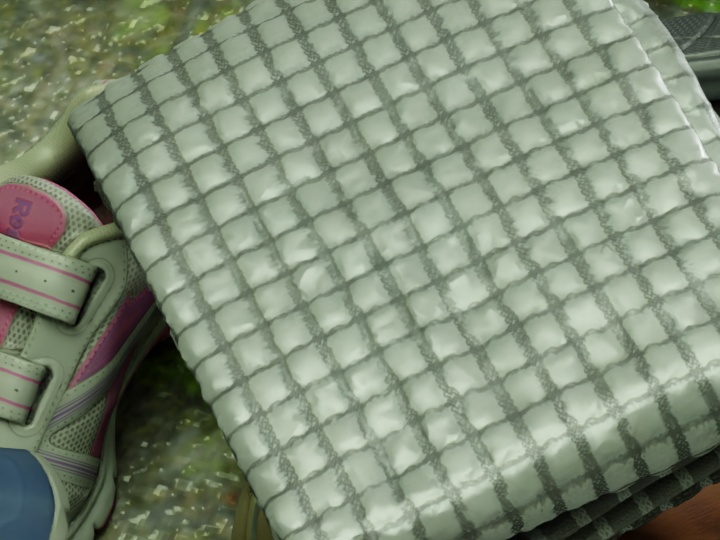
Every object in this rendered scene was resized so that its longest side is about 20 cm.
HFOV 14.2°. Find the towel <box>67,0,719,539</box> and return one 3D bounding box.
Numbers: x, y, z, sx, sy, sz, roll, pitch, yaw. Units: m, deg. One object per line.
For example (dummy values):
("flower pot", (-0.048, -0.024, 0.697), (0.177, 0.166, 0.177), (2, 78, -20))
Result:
("towel", (0.028, 0.000, 0.814), (0.165, 0.086, 0.200), (-27, 56, -5))

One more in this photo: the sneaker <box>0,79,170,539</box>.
("sneaker", (-0.106, 0.016, 0.905), (0.081, 0.088, 0.200), (13, 57, 22))

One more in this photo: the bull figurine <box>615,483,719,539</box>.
("bull figurine", (0.114, 0.097, 0.803), (0.200, 0.065, 0.122), (-11, 51, 18))

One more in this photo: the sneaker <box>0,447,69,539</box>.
("sneaker", (-0.190, 0.091, 0.806), (0.199, 0.115, 0.081), (-38, 40, 19))

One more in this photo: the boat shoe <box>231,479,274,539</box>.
("boat shoe", (0.000, 0.002, 0.906), (0.063, 0.073, 0.201), (1, 60, 7))

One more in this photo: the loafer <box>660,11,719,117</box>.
("loafer", (0.175, -0.054, 0.929), (0.200, 0.063, 0.072), (-4, 21, 3))
